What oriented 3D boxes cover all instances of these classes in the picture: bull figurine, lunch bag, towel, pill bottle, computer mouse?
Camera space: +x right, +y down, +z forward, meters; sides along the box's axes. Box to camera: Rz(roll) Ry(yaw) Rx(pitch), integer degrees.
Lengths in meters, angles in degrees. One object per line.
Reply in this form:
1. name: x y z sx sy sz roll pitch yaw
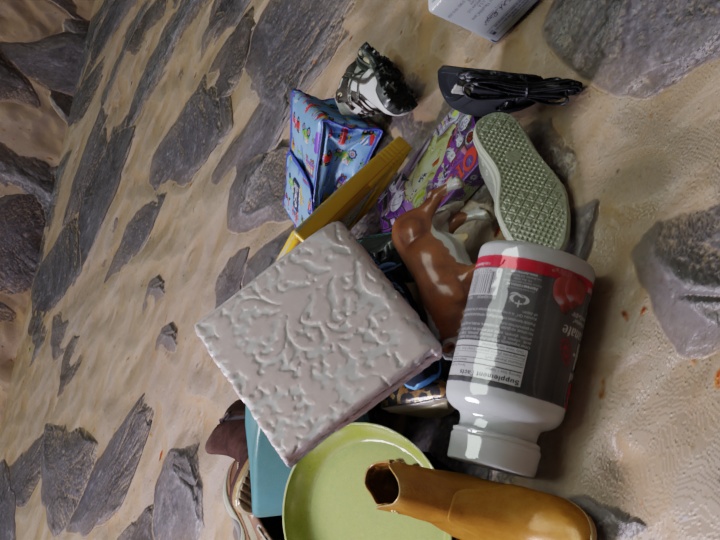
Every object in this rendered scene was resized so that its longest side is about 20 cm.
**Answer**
1. bull figurine: 0.100 0.000 1.191 0.121 0.065 0.200 -39 56 15
2. lunch bag: -0.057 -0.135 1.613 0.151 0.094 0.201 -129 50 -58
3. towel: -0.045 0.068 1.129 0.191 0.032 0.200 -37 56 -3
4. pill bottle: 0.141 0.082 1.037 0.111 0.110 0.201 -3 70 62
5. computer mouse: 0.140 -0.191 1.235 0.200 0.138 0.053 -141 55 -71

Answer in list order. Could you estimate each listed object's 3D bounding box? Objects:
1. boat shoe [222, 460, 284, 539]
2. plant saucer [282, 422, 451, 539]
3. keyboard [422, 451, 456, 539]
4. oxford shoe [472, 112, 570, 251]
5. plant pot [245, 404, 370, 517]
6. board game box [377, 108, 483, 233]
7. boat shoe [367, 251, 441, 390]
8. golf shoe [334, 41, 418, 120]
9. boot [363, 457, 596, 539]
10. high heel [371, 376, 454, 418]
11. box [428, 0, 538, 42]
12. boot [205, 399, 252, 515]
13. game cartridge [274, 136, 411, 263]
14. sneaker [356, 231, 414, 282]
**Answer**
1. boat shoe: -0.120 0.308 1.438 0.072 0.076 0.200 -50 38 22
2. plant saucer: 0.010 0.255 1.159 0.199 0.031 0.201 -2 86 32
3. keyboard: 0.036 0.287 1.181 0.104 0.040 0.201 21 91 63
4. oxford shoe: 0.166 -0.079 1.166 0.058 0.075 0.200 76 177 -51
5. plant pot: -0.056 0.148 1.245 0.142 0.141 0.200 -101 10 -46
6. board game box: 0.088 -0.104 1.359 0.200 0.032 0.120 -49 38 36
7. boat shoe: 0.026 0.032 1.185 0.084 0.069 0.200 -38 50 -5
8. golf shoe: 0.016 -0.230 1.512 0.095 0.078 0.200 -46 22 13
9. boot: 0.096 0.214 0.997 0.201 0.144 0.071 1 74 62
10. high heel: 0.059 0.086 1.228 0.200 0.071 0.143 159 120 -68
11. box: 0.167 -0.406 1.321 0.184 0.105 0.201 -41 40 46
12. boot: -0.143 0.234 1.459 0.166 0.072 0.200 -14 31 44
13. game cartridge: -0.030 -0.061 1.402 0.200 0.032 0.176 -43 -5 -28
14. sneaker: 0.000 0.000 1.307 0.079 0.199 0.076 -95 -7 -84
